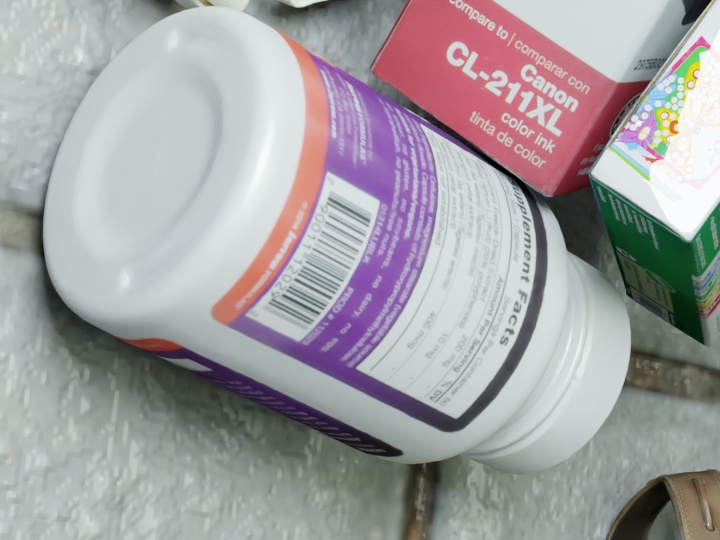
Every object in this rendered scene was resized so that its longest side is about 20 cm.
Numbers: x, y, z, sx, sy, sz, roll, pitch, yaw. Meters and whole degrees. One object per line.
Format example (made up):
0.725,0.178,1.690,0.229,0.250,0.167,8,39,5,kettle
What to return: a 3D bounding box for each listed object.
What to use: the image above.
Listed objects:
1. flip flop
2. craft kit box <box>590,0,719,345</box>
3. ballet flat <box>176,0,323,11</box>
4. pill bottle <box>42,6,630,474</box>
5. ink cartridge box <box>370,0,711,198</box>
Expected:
0.122,0.116,1.027,0.200,0.081,0.058,-36,99,-32,flip flop
0.161,-0.079,0.920,0.198,0.048,0.200,-57,166,-4,craft kit box
-0.034,-0.121,0.886,0.199,0.067,0.067,-16,121,-44,ballet flat
0.000,0.000,0.878,0.200,0.111,0.112,28,70,-40,pill bottle
0.107,-0.135,0.906,0.201,0.083,0.146,-60,163,19,ink cartridge box
